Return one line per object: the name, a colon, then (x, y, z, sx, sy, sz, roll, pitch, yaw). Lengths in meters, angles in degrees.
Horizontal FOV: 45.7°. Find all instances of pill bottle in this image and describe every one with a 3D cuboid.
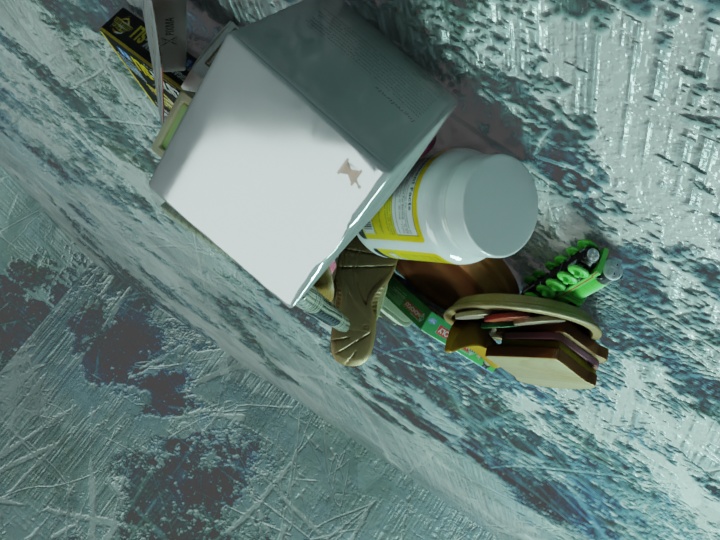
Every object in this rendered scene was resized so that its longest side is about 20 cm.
pill bottle: (0.082, -0.066, 0.879, 0.114, 0.115, 0.199, 45, 162, -26)

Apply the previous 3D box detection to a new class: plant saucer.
plant saucer: (0.107, 0.000, 1.070, 0.198, 0.038, 0.201, 35, 161, 13)

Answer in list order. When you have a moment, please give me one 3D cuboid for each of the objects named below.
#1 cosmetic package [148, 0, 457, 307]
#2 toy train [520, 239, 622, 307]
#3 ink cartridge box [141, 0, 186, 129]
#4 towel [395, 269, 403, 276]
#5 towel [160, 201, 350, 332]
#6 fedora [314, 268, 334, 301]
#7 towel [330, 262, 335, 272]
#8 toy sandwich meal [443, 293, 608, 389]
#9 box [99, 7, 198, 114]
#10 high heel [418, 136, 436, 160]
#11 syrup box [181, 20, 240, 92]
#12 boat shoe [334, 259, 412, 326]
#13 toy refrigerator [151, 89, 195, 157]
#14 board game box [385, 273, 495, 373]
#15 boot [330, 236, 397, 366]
cosmetic package: (-0.043, -0.114, 0.755, 0.166, 0.200, 0.168, 40, 124, 0)
toy train: (0.224, 0.015, 0.930, 0.056, 0.042, 0.200, 27, 164, -2)
ink cartridge box: (-0.204, -0.256, 0.906, 0.200, 0.043, 0.178, 135, 124, -73)
towel: (0.112, -0.002, 1.142, 0.145, 0.022, 0.200, 35, 163, 7)
towel: (-0.106, -0.008, 0.931, 0.198, 0.035, 0.193, 33, 176, 19)
fedora: (-0.088, -0.044, 1.042, 0.199, 0.082, 0.202, 34, 155, 18)
towel: (-0.097, -0.049, 1.390, 0.198, 0.030, 0.146, 35, 170, -8)
toy sandwich meal: (0.187, 0.084, 0.989, 0.200, 0.072, 0.205, 9, 165, 2)
box: (-0.242, -0.243, 1.136, 0.199, 0.049, 0.160, 38, 166, 30)
high heel: (-0.007, -0.161, 0.887, 0.198, 0.068, 0.096, 17, 158, 50)
syrup box: (-0.109, -0.186, 1.008, 0.199, 0.082, 0.078, 40, 163, -14)
boat shoe: (0.012, 0.017, 1.305, 0.060, 0.072, 0.201, 11, 151, 47)
toy refrigerator: (-0.125, -0.103, 0.914, 0.199, 0.077, 0.070, 40, -163, 15)
board game box: (0.093, 0.057, 1.152, 0.133, 0.029, 0.200, 33, -175, -28)
boot: (0.000, 0.000, 1.085, 0.071, 0.205, 0.156, 8, -165, -5)
